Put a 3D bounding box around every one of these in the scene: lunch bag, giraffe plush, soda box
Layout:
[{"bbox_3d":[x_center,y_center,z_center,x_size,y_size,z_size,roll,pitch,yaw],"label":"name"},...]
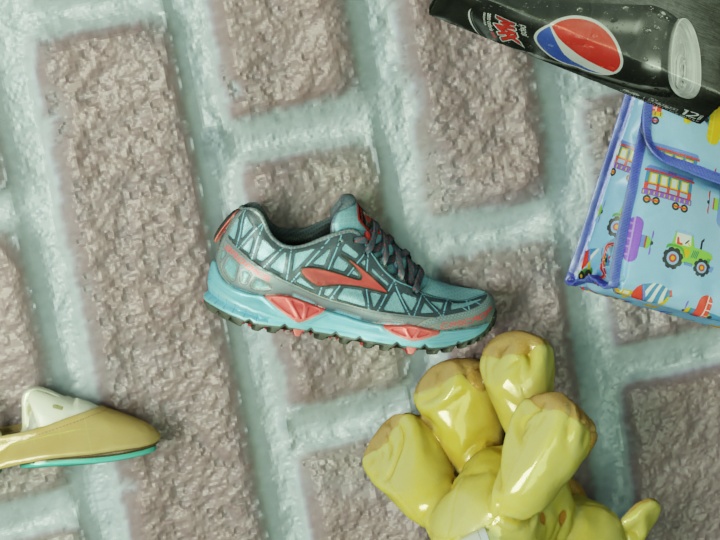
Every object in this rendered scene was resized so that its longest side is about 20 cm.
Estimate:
[{"bbox_3d":[0.244,-0.067,1.438,0.149,0.094,0.202,15,88,-13],"label":"lunch bag"},{"bbox_3d":[0.118,0.165,1.430,0.172,0.201,0.162,-29,137,28],"label":"giraffe plush"},{"bbox_3d":[0.150,-0.168,1.366,0.199,0.063,0.071,21,75,-3],"label":"soda box"}]

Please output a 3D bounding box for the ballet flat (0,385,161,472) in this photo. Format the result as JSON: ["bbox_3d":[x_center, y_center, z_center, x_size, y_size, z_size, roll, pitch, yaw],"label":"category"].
[{"bbox_3d":[-0.232,0.107,1.386,0.198,0.069,0.064,-11,92,-10],"label":"ballet flat"}]

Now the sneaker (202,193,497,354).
[{"bbox_3d":[0.000,0.000,1.398,0.198,0.079,0.096,8,100,-13],"label":"sneaker"}]
